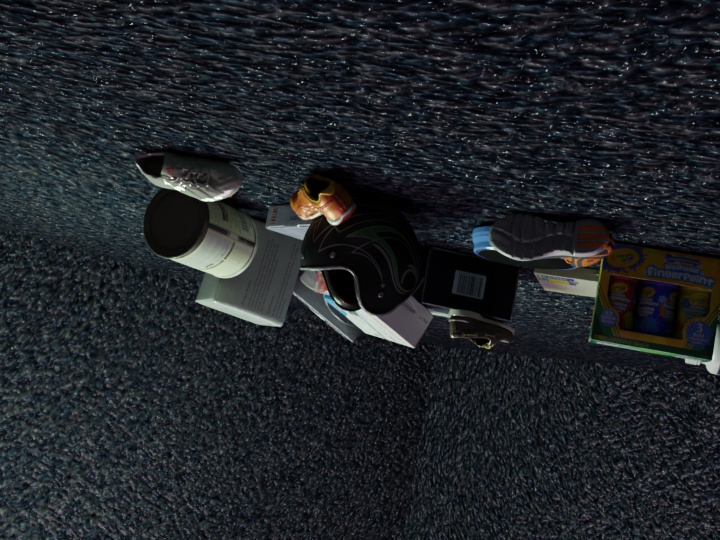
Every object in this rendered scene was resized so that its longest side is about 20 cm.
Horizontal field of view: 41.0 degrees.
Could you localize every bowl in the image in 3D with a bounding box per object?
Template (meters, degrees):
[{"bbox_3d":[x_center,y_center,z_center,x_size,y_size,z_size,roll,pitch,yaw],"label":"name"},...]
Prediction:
[{"bbox_3d":[0.294,-0.037,1.697,0.197,0.040,0.201,10,174,1],"label":"bowl"}]

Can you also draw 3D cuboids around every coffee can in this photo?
[{"bbox_3d":[-0.313,-0.075,1.910,0.144,0.149,0.200,7,171,26],"label":"coffee can"}]

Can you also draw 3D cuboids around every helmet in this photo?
[{"bbox_3d":[0.000,-0.028,1.636,0.192,0.200,0.199,56,157,-14],"label":"helmet"}]

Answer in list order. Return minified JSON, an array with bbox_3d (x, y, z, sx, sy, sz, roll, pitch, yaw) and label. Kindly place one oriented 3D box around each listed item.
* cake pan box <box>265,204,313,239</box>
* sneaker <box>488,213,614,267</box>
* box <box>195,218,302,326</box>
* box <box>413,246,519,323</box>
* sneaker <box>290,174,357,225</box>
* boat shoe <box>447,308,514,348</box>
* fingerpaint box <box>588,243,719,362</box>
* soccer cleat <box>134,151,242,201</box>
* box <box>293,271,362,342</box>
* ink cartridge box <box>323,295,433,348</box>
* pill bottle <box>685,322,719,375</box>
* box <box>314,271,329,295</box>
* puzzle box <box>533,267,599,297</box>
[{"bbox_3d":[-0.058,-0.083,1.861,0.182,0.053,0.199,14,172,-36],"label":"cake pan box"},{"bbox_3d":[0.311,-0.039,1.548,0.197,0.079,0.112,7,170,27],"label":"sneaker"},{"bbox_3d":[-0.245,0.004,2.140,0.169,0.202,0.199,21,170,-20],"label":"box"},{"bbox_3d":[0.216,0.038,2.071,0.197,0.126,0.197,12,174,-5],"label":"box"},{"bbox_3d":[-0.068,-0.126,1.570,0.078,0.073,0.199,54,162,-20],"label":"sneaker"},{"bbox_3d":[0.250,0.128,1.990,0.071,0.061,0.199,1,166,42],"label":"boat shoe"},{"bbox_3d":[0.493,0.052,1.605,0.197,0.170,0.073,10,175,13],"label":"fingerpaint box"},{"bbox_3d":[-0.287,-0.159,1.593,0.197,0.070,0.077,10,170,28],"label":"soccer cleat"},{"bbox_3d":[-0.058,0.051,2.217,0.199,0.133,0.115,40,175,-7],"label":"box"},{"bbox_3d":[0.036,0.077,2.035,0.146,0.086,0.199,40,167,-28],"label":"ink cartridge box"},{"bbox_3d":[0.855,0.185,2.210,0.197,0.122,0.120,9,172,16],"label":"pill bottle"},{"bbox_3d":[0.000,0.000,1.837,0.098,0.097,0.199,12,171,-25],"label":"box"},{"bbox_3d":[0.435,0.021,1.986,0.131,0.026,0.200,9,172,18],"label":"puzzle box"}]
